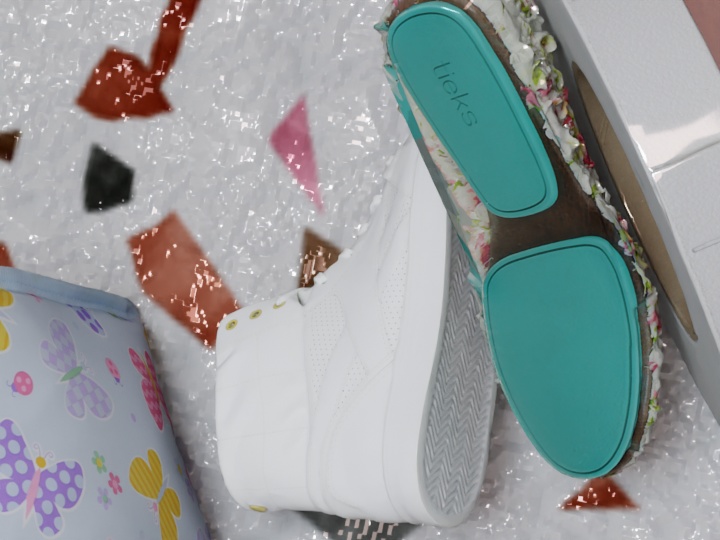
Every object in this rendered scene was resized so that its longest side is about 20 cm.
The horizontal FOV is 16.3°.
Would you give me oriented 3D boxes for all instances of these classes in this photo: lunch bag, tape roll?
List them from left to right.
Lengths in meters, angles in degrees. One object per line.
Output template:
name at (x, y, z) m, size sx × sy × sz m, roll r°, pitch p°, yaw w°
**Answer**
lunch bag at (-0.139, 0.093, 0.928) m, size 0.127 × 0.200 × 0.170 m, roll -22°, pitch 79°, yaw 11°
tape roll at (0.110, -0.030, 0.877) m, size 0.037 × 0.203 × 0.203 m, roll -23°, pitch 78°, yaw 1°

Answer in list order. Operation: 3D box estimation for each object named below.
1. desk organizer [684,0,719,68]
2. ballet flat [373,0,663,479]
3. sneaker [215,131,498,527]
desk organizer at (0.148, -0.101, 0.946) m, size 0.077 × 0.072 × 0.200 m, roll -25°, pitch 78°, yaw 8°
ballet flat at (0.067, -0.024, 0.905) m, size 0.076 × 0.064 × 0.200 m, roll -9°, pitch 111°, yaw 29°
sneaker at (0.000, 0.000, 0.968) m, size 0.115 × 0.074 × 0.200 m, roll -3°, pitch 62°, yaw 34°
